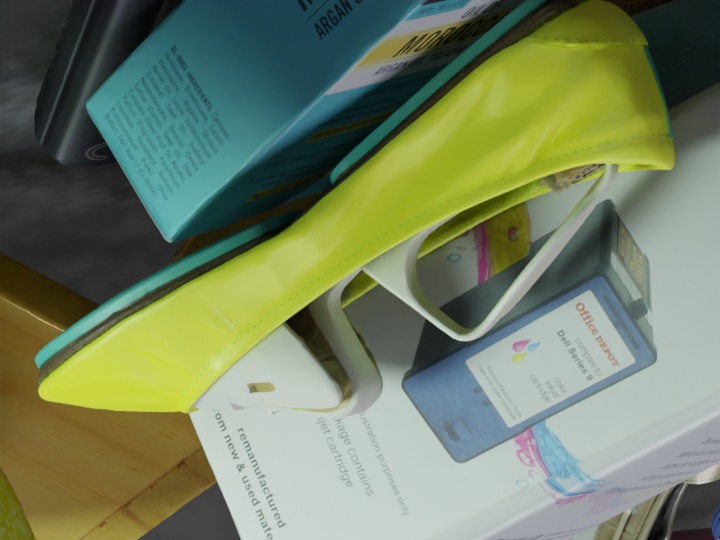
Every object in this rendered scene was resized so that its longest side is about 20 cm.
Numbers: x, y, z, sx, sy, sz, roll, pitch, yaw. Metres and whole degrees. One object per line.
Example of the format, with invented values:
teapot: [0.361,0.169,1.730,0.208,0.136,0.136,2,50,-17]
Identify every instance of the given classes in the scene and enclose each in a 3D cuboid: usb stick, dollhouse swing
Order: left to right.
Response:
dollhouse swing: [-0.118,0.006,0.908,0.200,0.176,0.182,-39,-166,50]
usb stick: [-0.055,-0.083,0.694,0.055,0.033,0.200,-21,166,-23]

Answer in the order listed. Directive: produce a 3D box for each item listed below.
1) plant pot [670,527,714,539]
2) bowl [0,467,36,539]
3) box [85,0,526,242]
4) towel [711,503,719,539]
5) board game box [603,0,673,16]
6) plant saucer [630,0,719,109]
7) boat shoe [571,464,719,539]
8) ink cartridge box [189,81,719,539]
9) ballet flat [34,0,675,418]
plant pot: [0.273,0.283,1.924,0.178,0.201,0.200,12,151,-28]
bowl: [-0.205,0.069,0.794,0.199,0.109,0.200,-6,-178,0]
box: [0.017,-0.086,0.655,0.082,0.049,0.200,-21,165,-50]
towel: [0.220,0.019,1.024,0.200,0.024,0.145,-47,170,-36]
board game box: [0.140,-0.071,0.904,0.152,0.041,0.200,-14,163,-11]
plant saucer: [0.104,-0.035,0.832,0.199,0.036,0.200,-18,162,-6]
boat shoe: [0.135,0.047,0.980,0.075,0.068,0.200,-38,167,-44]
ink cartridge box: [0.068,0.029,0.754,0.199,0.088,0.145,-28,167,19]
ballet flat: [0.000,0.000,0.676,0.199,0.067,0.067,-34,174,13]
